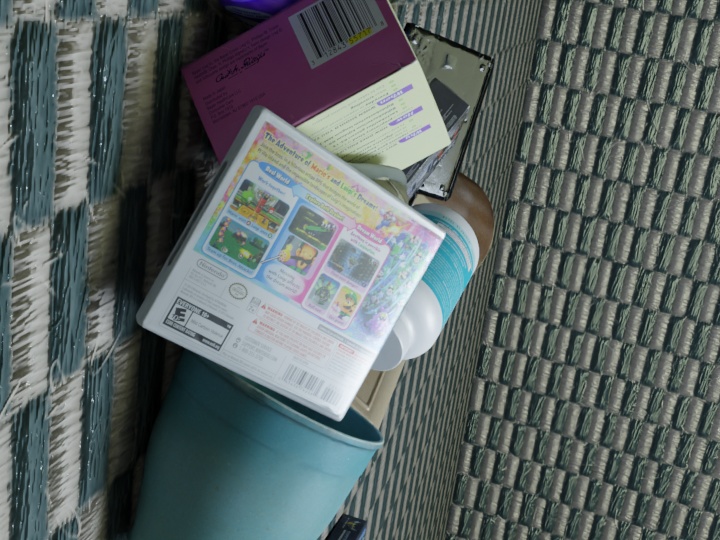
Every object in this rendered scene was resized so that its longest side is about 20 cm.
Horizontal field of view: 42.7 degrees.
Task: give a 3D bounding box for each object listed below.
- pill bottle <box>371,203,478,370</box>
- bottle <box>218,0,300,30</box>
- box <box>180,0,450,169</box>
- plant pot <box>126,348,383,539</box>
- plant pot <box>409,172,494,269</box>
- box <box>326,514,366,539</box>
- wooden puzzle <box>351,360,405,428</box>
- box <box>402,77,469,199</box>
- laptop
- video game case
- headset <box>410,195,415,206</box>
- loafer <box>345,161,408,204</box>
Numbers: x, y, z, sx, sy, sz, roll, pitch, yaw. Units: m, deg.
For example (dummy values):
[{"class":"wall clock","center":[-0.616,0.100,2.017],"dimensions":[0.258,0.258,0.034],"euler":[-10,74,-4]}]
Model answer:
[{"class":"pill bottle","center":[0.051,0.020,1.000],"dimensions":[0.200,0.109,0.112],"euler":[-53,153,-49]},{"class":"bottle","center":[-0.077,-0.234,0.755],"dimensions":[0.200,0.082,0.066],"euler":[19,85,-76]},{"class":"box","center":[-0.029,-0.141,0.802],"dimensions":[0.098,0.174,0.200],"euler":[65,8,16]},{"class":"plant pot","center":[-0.109,0.184,0.819],"dimensions":[0.190,0.198,0.200],"euler":[-61,165,1]},{"class":"plant pot","center":[0.075,-0.087,1.319],"dimensions":[0.200,0.184,0.190],"euler":[32,72,-61]},{"class":"box","center":[-0.047,0.535,1.573],"dimensions":[0.200,0.050,0.160],"euler":[-32,134,-70]},{"class":"wooden puzzle","center":[-0.025,0.070,1.092],"dimensions":[0.037,0.200,0.186],"euler":[-32,-162,36]},{"class":"box","center":[0.030,-0.091,0.971],"dimensions":[0.201,0.050,0.158],"euler":[-51,176,-3]},{"class":"laptop","center":[0.086,-0.186,1.121],"dimensions":[0.197,0.103,0.180],"euler":[13,100,-31]},{"class":"video game case","center":[-0.047,0.002,0.723],"dimensions":[0.199,0.024,0.184],"euler":[30,89,-31]},{"class":"headset","center":[0.035,-0.168,1.179],"dimensions":[0.124,0.092,0.204],"euler":[-68,149,-83]},{"class":"loafer","center":[-0.027,-0.051,0.770],"dimensions":[0.198,0.075,0.071],"euler":[-5,66,-40]}]
